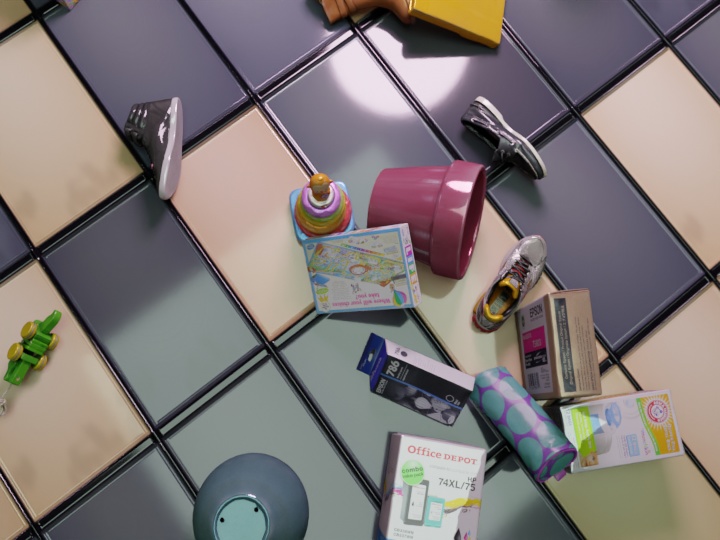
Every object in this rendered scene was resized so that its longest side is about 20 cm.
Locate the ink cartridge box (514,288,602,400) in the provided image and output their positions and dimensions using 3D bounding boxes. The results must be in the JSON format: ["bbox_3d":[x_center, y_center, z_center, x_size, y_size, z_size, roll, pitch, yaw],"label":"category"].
[{"bbox_3d":[0.326,0.132,1.176,0.074,0.200,0.168,-4,78,-4],"label":"ink cartridge box"}]

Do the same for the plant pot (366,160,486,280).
[{"bbox_3d":[0.114,-0.100,1.232,0.176,0.200,0.203,13,78,17],"label":"plant pot"}]

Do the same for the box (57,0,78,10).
[{"bbox_3d":[-0.583,-0.657,1.344,0.191,0.122,0.201,36,80,4],"label":"box"}]

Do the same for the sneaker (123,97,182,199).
[{"bbox_3d":[-0.386,-0.224,1.293,0.097,0.071,0.204,-1,73,0],"label":"sneaker"}]

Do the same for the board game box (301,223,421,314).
[{"bbox_3d":[0.000,0.000,1.202,0.197,0.034,0.137,-5,101,30],"label":"board game box"}]

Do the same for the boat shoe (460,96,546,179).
[{"bbox_3d":[0.264,-0.235,1.313,0.066,0.075,0.200,-38,82,-7],"label":"boat shoe"}]

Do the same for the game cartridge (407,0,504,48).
[{"bbox_3d":[0.193,-0.548,1.365,0.197,0.032,0.180,14,77,-23],"label":"game cartridge"}]

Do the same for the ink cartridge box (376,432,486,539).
[{"bbox_3d":[0.112,0.379,1.146,0.144,0.146,0.204,9,78,0],"label":"ink cartridge box"}]

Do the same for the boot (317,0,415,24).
[{"bbox_3d":[0.003,-0.530,1.372,0.154,0.074,0.201,-36,83,-1],"label":"boot"}]

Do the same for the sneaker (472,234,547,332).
[{"bbox_3d":[0.278,0.023,1.257,0.077,0.082,0.202,32,79,5],"label":"sneaker"}]

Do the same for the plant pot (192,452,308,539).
[{"bbox_3d":[-0.185,0.404,1.137,0.196,0.135,0.204,0,78,-2],"label":"plant pot"}]

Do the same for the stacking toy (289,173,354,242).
[{"bbox_3d":[-0.067,-0.123,1.213,0.114,0.200,0.112,-11,79,-5],"label":"stacking toy"}]

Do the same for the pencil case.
[{"bbox_3d":[0.268,0.253,1.170,0.084,0.093,0.201,-31,50,-9],"label":"pencil case"}]

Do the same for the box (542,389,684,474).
[{"bbox_3d":[0.430,0.273,1.201,0.196,0.101,0.115,-7,79,-4],"label":"box"}]

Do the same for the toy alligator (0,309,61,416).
[{"bbox_3d":[-0.588,0.153,1.217,0.054,0.059,0.202,19,76,45],"label":"toy alligator"}]

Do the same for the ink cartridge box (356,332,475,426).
[{"bbox_3d":[0.089,0.189,1.210,0.197,0.101,0.039,23,37,4],"label":"ink cartridge box"}]
